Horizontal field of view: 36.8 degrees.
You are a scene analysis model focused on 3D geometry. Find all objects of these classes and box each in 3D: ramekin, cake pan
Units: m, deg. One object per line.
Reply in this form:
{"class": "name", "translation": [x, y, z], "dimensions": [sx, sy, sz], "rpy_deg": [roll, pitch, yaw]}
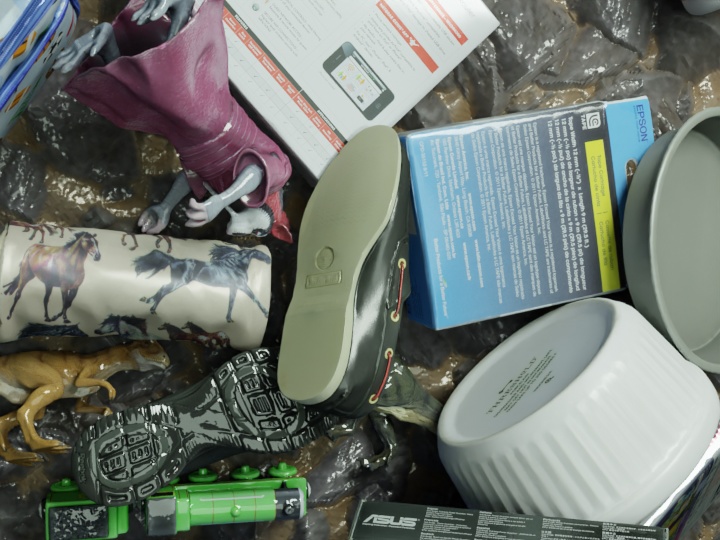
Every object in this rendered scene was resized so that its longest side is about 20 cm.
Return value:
{"class": "ramekin", "translation": [0.144, 0.105, 0.769], "dimensions": [0.202, 0.202, 0.094], "rpy_deg": [-40, 101, -7]}
{"class": "cake pan", "translation": [0.265, -0.023, 0.829], "dimensions": [0.199, 0.037, 0.202], "rpy_deg": [0, 90, -42]}

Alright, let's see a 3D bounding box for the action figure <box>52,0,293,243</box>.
{"class": "action figure", "translation": [-0.103, -0.097, 0.731], "dimensions": [0.200, 0.134, 0.149], "rpy_deg": [47, 70, -35]}

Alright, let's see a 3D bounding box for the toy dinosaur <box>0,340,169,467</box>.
{"class": "toy dinosaur", "translation": [-0.237, 0.079, 0.760], "dimensions": [0.199, 0.060, 0.107], "rpy_deg": [4, 66, -17]}

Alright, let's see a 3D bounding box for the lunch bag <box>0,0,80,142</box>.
{"class": "lunch bag", "translation": [-0.254, -0.109, 0.674], "dimensions": [0.075, 0.160, 0.201], "rpy_deg": [33, 87, -14]}

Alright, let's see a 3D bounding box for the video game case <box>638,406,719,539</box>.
{"class": "video game case", "translation": [0.230, 0.178, 0.803], "dimensions": [0.023, 0.200, 0.182], "rpy_deg": [39, 70, 25]}

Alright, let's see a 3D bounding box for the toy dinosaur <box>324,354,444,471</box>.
{"class": "toy dinosaur", "translation": [0.015, 0.103, 0.821], "dimensions": [0.200, 0.047, 0.088], "rpy_deg": [41, 79, -17]}

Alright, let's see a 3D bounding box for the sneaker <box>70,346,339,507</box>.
{"class": "sneaker", "translation": [-0.105, 0.103, 0.767], "dimensions": [0.199, 0.091, 0.076], "rpy_deg": [-15, 88, -11]}

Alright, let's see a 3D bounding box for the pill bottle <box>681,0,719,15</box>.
{"class": "pill bottle", "translation": [0.256, -0.304, 0.800], "dimensions": [0.111, 0.111, 0.201], "rpy_deg": [-29, 102, -9]}

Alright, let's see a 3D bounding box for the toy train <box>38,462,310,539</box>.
{"class": "toy train", "translation": [-0.132, 0.170, 0.785], "dimensions": [0.199, 0.056, 0.042], "rpy_deg": [-2, 96, -13]}

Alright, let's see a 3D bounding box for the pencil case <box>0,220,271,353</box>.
{"class": "pencil case", "translation": [-0.154, 0.015, 0.742], "dimensions": [0.199, 0.090, 0.078], "rpy_deg": [5, 58, -22]}

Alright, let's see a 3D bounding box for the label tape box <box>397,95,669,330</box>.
{"class": "label tape box", "translation": [0.126, -0.047, 0.821], "dimensions": [0.199, 0.066, 0.144], "rpy_deg": [-12, 98, -17]}

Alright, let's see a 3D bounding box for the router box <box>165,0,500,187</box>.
{"class": "router box", "translation": [-0.030, -0.191, 0.776], "dimensions": [0.179, 0.049, 0.200], "rpy_deg": [-43, 103, -6]}

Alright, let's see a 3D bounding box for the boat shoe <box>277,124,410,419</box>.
{"class": "boat shoe", "translation": [-0.002, 0.000, 0.739], "dimensions": [0.063, 0.073, 0.203], "rpy_deg": [29, 67, -46]}

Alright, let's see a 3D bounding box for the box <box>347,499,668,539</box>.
{"class": "box", "translation": [0.098, 0.245, 0.714], "dimensions": [0.199, 0.048, 0.194], "rpy_deg": [2, 117, 15]}
